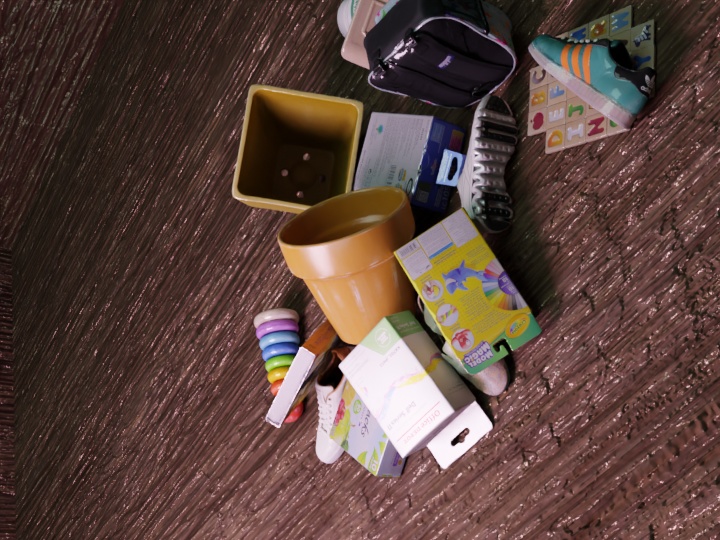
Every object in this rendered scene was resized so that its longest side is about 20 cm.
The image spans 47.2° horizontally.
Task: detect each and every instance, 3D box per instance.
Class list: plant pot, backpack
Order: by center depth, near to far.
[{"bbox_3d":[0.120,-0.326,1.184,0.177,0.198,0.152,-35,48,47],"label":"backpack"},{"bbox_3d":[0.000,0.000,1.225,0.199,0.199,0.185,15,130,55],"label":"plant pot"},{"bbox_3d":[-0.103,-0.188,1.443,0.200,0.193,0.197,95,-176,-84],"label":"plant pot"}]

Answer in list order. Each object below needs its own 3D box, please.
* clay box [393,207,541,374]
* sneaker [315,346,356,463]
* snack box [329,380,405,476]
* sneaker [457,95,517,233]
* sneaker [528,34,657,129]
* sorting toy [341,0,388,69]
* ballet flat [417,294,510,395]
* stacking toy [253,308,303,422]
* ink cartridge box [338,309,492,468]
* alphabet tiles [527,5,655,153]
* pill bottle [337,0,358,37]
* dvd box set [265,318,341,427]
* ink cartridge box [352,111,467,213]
[{"bbox_3d":[0.142,0.030,1.087,0.114,0.048,0.201,-32,68,6],"label":"clay box"},{"bbox_3d":[-0.050,0.215,1.339,0.073,0.084,0.202,25,101,52],"label":"sneaker"},{"bbox_3d":[0.034,0.191,1.255,0.142,0.053,0.202,24,99,53],"label":"snack box"},{"bbox_3d":[0.172,-0.149,1.167,0.081,0.074,0.202,-12,69,61],"label":"sneaker"},{"bbox_3d":[0.291,-0.257,1.028,0.080,0.071,0.200,-55,45,20],"label":"sneaker"},{"bbox_3d":[0.085,-0.395,1.279,0.037,0.183,0.202,-114,45,-71],"label":"sorting toy"},{"bbox_3d":[0.132,0.095,1.138,0.068,0.067,0.201,-60,38,24],"label":"ballet flat"},{"bbox_3d":[-0.143,0.175,1.490,0.085,0.085,0.202,-31,59,45],"label":"stacking toy"},{"bbox_3d":[0.074,0.171,1.128,0.117,0.067,0.201,-48,68,29],"label":"ink cartridge box"},{"bbox_3d":[0.297,-0.247,1.075,0.199,0.006,0.168,-11,71,53],"label":"alphabet tiles"},{"bbox_3d":[0.048,-0.439,1.393,0.199,0.112,0.114,11,88,55],"label":"pill bottle"},{"bbox_3d":[-0.076,0.148,1.322,0.147,0.029,0.200,-63,-8,23],"label":"dvd box set"},{"bbox_3d":[0.082,-0.169,1.288,0.199,0.076,0.138,20,96,56],"label":"ink cartridge box"}]
